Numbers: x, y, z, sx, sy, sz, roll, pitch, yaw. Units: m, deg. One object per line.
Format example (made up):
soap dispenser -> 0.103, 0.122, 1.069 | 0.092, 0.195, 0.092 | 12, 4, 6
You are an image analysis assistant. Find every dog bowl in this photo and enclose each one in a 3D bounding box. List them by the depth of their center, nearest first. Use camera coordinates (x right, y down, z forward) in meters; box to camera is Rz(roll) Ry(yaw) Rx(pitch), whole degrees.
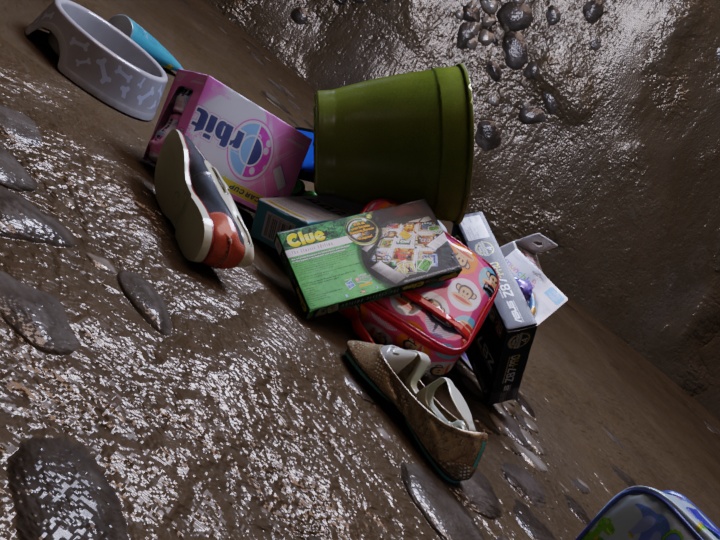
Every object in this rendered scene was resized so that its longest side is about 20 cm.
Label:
dog bowl -> -0.346, -0.287, 1.212 | 0.199, 0.059, 0.200 | 37, 13, -10

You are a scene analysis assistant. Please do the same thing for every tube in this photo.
tube -> -0.364, -0.382, 1.541 | 0.077, 0.050, 0.200 | 46, 8, 12

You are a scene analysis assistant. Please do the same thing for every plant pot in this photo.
plant pot -> 0.033, -0.162, 1.151 | 0.189, 0.205, 0.201 | 0, 18, -5

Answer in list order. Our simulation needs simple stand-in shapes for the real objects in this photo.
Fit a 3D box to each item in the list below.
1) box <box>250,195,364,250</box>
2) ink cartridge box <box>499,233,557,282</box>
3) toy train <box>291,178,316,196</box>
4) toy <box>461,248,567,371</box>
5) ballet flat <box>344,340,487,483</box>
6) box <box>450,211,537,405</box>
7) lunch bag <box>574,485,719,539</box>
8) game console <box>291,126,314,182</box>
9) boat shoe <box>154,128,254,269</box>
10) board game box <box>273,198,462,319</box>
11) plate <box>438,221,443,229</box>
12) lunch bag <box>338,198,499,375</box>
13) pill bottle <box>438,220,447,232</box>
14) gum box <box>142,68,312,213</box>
box -> -0.046, -0.059, 1.153 | 0.081, 0.050, 0.199 | 26, 19, 28
ink cartridge box -> 0.229, 0.015, 1.482 | 0.116, 0.198, 0.069 | 16, 53, -59
toy train -> -0.042, -0.055, 1.283 | 0.199, 0.057, 0.042 | 40, 4, 3
toy -> 0.207, 0.050, 1.338 | 0.115, 0.199, 0.047 | 46, -21, 20
ballet flat -> 0.060, 0.124, 0.918 | 0.200, 0.066, 0.070 | 46, 15, 32
box -> 0.167, 0.049, 1.208 | 0.163, 0.048, 0.202 | 92, -17, -49
lunch bag -> 0.243, 0.276, 0.683 | 0.082, 0.162, 0.200 | 23, 18, -48
game console -> -0.110, -0.149, 1.328 | 0.196, 0.120, 0.171 | 14, 35, 20
boat shoe -> -0.165, -0.075, 0.937 | 0.062, 0.072, 0.201 | 10, 34, -35
board game box -> 0.010, -0.017, 1.029 | 0.197, 0.024, 0.106 | -14, 66, -24
plate -> 0.095, -0.017, 1.294 | 0.025, 0.204, 0.201 | -12, 33, -16
lunch bag -> 0.052, 0.026, 1.078 | 0.198, 0.082, 0.177 | 32, 55, 4
pill bottle -> 0.049, -0.086, 1.530 | 0.200, 0.113, 0.112 | 46, 14, 30
gum box -> -0.161, -0.150, 1.097 | 0.065, 0.115, 0.199 | 20, -4, 41
